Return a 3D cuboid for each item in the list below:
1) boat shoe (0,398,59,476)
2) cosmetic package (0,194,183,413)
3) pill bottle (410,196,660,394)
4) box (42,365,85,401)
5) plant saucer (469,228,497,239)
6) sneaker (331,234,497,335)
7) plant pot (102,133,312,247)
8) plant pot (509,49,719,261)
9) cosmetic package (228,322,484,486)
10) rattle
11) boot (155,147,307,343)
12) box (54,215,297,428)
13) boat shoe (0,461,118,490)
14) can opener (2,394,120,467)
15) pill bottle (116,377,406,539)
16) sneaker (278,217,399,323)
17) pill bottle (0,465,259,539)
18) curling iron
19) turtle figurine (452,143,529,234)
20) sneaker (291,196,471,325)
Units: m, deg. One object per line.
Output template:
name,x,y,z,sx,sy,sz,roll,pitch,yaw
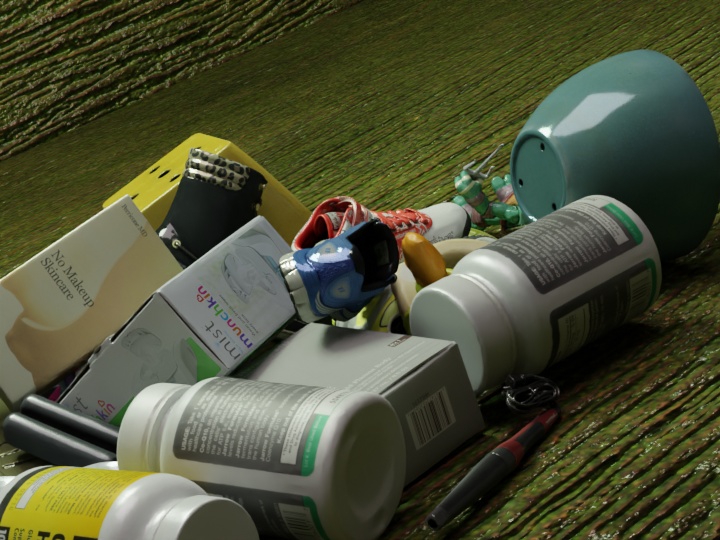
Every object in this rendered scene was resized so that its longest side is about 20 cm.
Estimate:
boat shoe,-0.310,0.175,1.370,0.074,0.069,0.200,-17,23,-20
cosmetic package,-0.268,0.031,1.385,0.200,0.105,0.071,-38,-2,-18
pill bottle,0.146,0.022,1.257,0.199,0.114,0.113,-25,17,-31
box,-0.305,0.097,1.531,0.199,0.115,0.132,-20,16,-6
plant saucer,0.047,-0.004,1.596,0.199,0.048,0.200,-24,17,-18
sneaker,0.071,0.033,1.446,0.199,0.076,0.076,-29,40,-24
plant pot,-0.162,-0.034,1.609,0.200,0.177,0.200,-38,20,-12
plant pot,0.219,-0.097,1.399,0.134,0.202,0.200,-12,12,-25
cosmetic package,-0.007,0.107,1.232,0.107,0.091,0.199,-33,25,-33
rattle,0.129,-0.014,1.361,0.198,0.144,0.130,-12,35,-9
boot,-0.111,-0.019,1.492,0.202,0.155,0.073,22,-8,-9
box,-0.157,0.069,1.349,0.200,0.097,0.176,-44,-1,35
boat shoe,-0.239,0.202,1.230,0.199,0.069,0.057,-8,45,22
can opener,-0.213,0.144,1.271,0.199,0.067,0.053,19,42,19
pill bottle,-0.076,0.138,1.116,0.199,0.114,0.113,3,25,32
sneaker,0.000,0.000,1.322,0.089,0.079,0.200,-20,1,15
pill bottle,-0.169,0.198,1.063,0.199,0.113,0.112,-4,21,41
curling iron,0.098,0.136,1.121,0.049,0.026,0.200,29,39,15
turtle figurine,0.172,-0.080,1.622,0.149,0.102,0.200,-8,-3,-18
sneaker,0.021,-0.036,1.469,0.201,0.108,0.067,-35,37,-20
